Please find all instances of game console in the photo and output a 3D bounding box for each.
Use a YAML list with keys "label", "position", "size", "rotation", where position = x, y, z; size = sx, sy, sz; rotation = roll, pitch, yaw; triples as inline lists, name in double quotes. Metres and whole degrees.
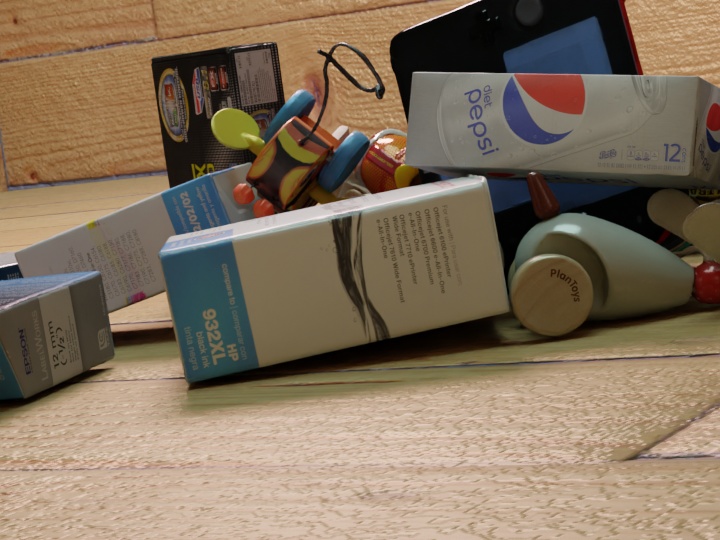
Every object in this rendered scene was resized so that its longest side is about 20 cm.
- label: "game console"
  position: [0.115, -0.091, 1.438]
  size: [0.177, 0.200, 0.031]
  rotation: [-18, -10, 26]

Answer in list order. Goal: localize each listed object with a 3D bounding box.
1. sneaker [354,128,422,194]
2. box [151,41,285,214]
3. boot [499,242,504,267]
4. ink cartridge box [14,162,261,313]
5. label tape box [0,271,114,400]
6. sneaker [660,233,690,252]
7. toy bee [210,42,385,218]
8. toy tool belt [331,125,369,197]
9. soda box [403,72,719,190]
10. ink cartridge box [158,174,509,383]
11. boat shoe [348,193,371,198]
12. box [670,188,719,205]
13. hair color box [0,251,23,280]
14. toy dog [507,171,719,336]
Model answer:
- label: "sneaker"
  position: [0.075, -0.039, 1.597]
  size: [0.200, 0.073, 0.077]
  rotation: [23, 13, -45]
- label: "box"
  position: [-0.104, -0.077, 1.692]
  size: [0.044, 0.200, 0.160]
  rotation: [-11, 8, -27]
- label: "boot"
  position: [0.000, 0.000, 1.472]
  size: [0.200, 0.072, 0.144]
  rotation: [-11, 4, 5]
- label: "ink cartridge box"
  position: [-0.170, -0.009, 1.551]
  size: [0.200, 0.068, 0.115]
  rotation: [-21, 1, 13]
- label: "label tape box"
  position: [-0.261, 0.051, 1.333]
  size: [0.143, 0.066, 0.200]
  rotation: [-6, 9, 19]
- label: "sneaker"
  position: [0.163, -0.036, 1.533]
  size: [0.200, 0.084, 0.121]
  rotation: [-8, 2, 27]
- label: "toy bee"
  position: [-0.054, -0.077, 1.492]
  size: [0.131, 0.200, 0.109]
  rotation: [31, 69, 25]
- label: "toy tool belt"
  position: [0.044, -0.070, 1.817]
  size: [0.125, 0.123, 0.200]
  rotation: [-2, 7, 40]
- label: "soda box"
  position: [0.131, -0.090, 1.357]
  size: [0.200, 0.063, 0.068]
  rotation: [4, -3, 30]
- label: "ink cartridge box"
  position: [-0.017, 0.002, 1.323]
  size: [0.200, 0.084, 0.145]
  rotation: [-12, 4, -1]
- label: "boat shoe"
  position: [-0.010, -0.019, 1.634]
  size: [0.061, 0.072, 0.201]
  rotation: [-4, 8, -9]
- label: "box"
  position: [0.322, -0.044, 1.357]
  size: [0.159, 0.046, 0.200]
  rotation: [13, -10, -43]
- label: "hair color box"
  position: [-0.304, 0.028, 1.621]
  size: [0.100, 0.061, 0.200]
  rotation: [-3, 7, 38]
- label: "toy dog"
  position: [0.173, -0.021, 1.299]
  size: [0.200, 0.096, 0.132]
  rotation: [-10, 7, -21]
